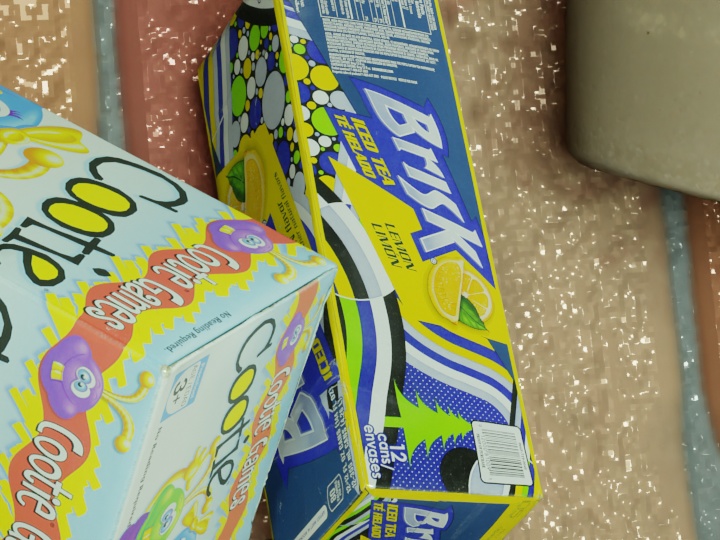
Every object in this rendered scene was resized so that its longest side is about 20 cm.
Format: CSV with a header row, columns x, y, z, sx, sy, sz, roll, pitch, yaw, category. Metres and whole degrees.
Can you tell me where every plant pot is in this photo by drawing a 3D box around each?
x,y,z,sx,sy,sz,roll,pitch,yaw,category
0.145,-0.108,1.005,0.200,0.200,0.175,13,94,-10,plant pot

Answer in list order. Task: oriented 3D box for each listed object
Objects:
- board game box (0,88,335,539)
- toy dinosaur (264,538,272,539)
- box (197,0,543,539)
x,y,z,sx,sy,sz,roll,pitch,yaw,category
-0.128,0.011,0.896,0.200,0.103,0.105,27,117,18,board game box
-0.051,0.162,0.920,0.200,0.106,0.060,-46,121,-34,toy dinosaur
0.000,0.000,0.962,0.064,0.070,0.200,6,56,-25,box
